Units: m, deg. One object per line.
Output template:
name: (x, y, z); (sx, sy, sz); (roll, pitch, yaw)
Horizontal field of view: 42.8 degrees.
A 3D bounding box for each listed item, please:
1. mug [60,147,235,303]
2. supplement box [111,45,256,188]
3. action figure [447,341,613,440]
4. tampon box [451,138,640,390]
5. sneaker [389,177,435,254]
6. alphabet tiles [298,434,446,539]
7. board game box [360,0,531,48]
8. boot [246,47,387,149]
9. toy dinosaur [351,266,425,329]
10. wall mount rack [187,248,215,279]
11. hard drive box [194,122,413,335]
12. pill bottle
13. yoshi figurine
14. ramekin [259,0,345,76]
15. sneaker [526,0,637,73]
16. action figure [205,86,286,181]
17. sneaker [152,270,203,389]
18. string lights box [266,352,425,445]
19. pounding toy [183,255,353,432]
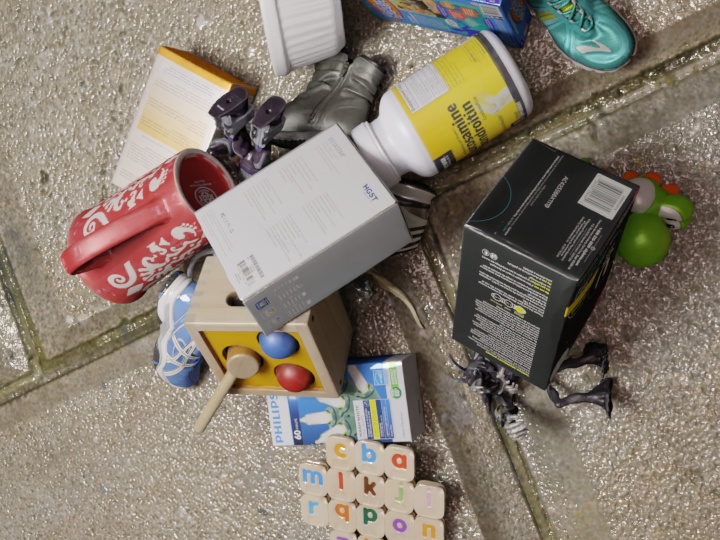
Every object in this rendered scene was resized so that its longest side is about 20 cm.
mug: (-0.259, -0.045, 1.137); (0.198, 0.179, 0.134); (-28, 118, 31)
supplement box: (-0.240, -0.182, 1.243); (0.125, 0.073, 0.202); (29, 105, 17)
action figure: (0.193, 0.127, 1.082); (0.197, 0.102, 0.121); (-3, 105, 21)
tampon box: (0.191, -0.004, 0.980); (0.125, 0.150, 0.201); (28, 148, 20)
sneaker: (-0.012, -0.073, 1.159); (0.198, 0.076, 0.117); (18, 99, 17)
alphabet tiles: (0.014, 0.302, 1.188); (0.197, 0.015, 0.199); (6, 115, 19)
board game box: (0.087, -0.317, 1.056); (0.197, 0.152, 0.046); (17, 92, 19)
boot: (-0.065, -0.223, 1.186); (0.197, 0.068, 0.133); (13, 87, 21)
toy dinosaur: (0.000, 0.000, 1.110); (0.200, 0.088, 0.048); (42, 100, 12)
wall mount rack: (-0.128, 0.025, 1.221); (0.197, 0.074, 0.177); (-6, 89, 23)
hard drive box: (-0.066, -0.050, 1.036); (0.198, 0.077, 0.157); (-32, 52, -3)
pill bottle: (0.092, -0.180, 1.067); (0.198, 0.112, 0.113); (-32, 83, 7)
yoshi figurine: (0.269, -0.060, 1.035); (0.197, 0.112, 0.114); (12, 107, 19)
ramekin: (-0.076, -0.342, 1.103); (0.093, 0.202, 0.206); (-10, 91, -2)
sneaker: (0.229, -0.302, 1.039); (0.078, 0.079, 0.200); (-46, 79, 16)
action figure: (-0.137, -0.143, 1.147); (0.129, 0.201, 0.070); (27, 63, 12)
sneaker: (-0.228, 0.095, 1.229); (0.076, 0.076, 0.202); (23, 137, 14)
string lights box: (-0.022, 0.169, 1.194); (0.197, 0.059, 0.105); (-7, 93, 23)
pounding toy: (-0.127, 0.095, 1.123); (0.197, 0.185, 0.144); (-1, 51, 16)
